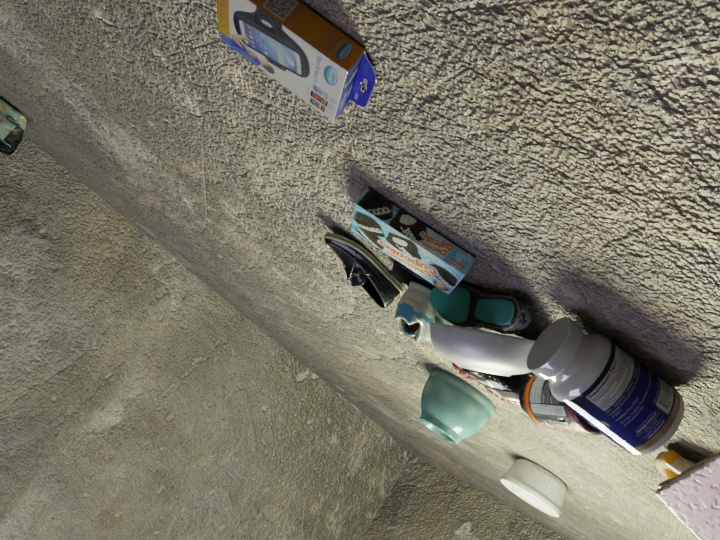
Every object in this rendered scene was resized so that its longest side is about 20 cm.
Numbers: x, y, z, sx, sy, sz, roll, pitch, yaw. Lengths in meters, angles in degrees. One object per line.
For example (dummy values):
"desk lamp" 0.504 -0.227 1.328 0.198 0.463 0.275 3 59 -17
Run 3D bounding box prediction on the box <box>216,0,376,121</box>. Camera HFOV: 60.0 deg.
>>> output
"box" -0.075 -0.253 0.716 0.200 0.041 0.119 38 164 1

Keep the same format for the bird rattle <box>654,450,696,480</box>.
"bird rattle" 0.597 0.375 1.092 0.163 0.113 0.200 40 -179 28

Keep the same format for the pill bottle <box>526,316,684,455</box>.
"pill bottle" 0.347 0.162 0.896 0.200 0.116 0.116 37 164 -2

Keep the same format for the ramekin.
"ramekin" 0.547 0.672 1.951 0.202 0.094 0.202 32 164 10

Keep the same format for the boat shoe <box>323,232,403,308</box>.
"boat shoe" 0.000 0.000 1.231 0.200 0.062 0.075 43 164 -19

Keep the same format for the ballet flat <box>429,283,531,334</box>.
"ballet flat" 0.198 0.066 1.022 0.072 0.072 0.200 45 162 -30

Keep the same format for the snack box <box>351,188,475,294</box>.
"snack box" 0.078 -0.043 0.996 0.200 0.037 0.116 34 164 6

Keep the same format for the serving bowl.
"serving bowl" 0.210 0.136 1.037 0.200 0.066 0.200 10 175 1

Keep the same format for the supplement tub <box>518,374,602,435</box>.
"supplement tub" 0.351 0.221 1.070 0.107 0.107 0.200 37 164 -5

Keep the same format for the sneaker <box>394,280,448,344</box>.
"sneaker" 0.111 0.098 1.180 0.076 0.081 0.200 23 160 30

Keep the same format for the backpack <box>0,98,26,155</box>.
"backpack" -1.267 -0.515 2.153 0.200 0.154 0.176 32 164 -25

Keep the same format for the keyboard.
"keyboard" 0.142 0.050 1.162 0.200 0.021 0.127 34 163 8

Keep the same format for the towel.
"towel" 0.576 0.357 0.921 0.191 0.032 0.200 45 136 14

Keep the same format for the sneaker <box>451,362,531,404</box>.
"sneaker" 0.264 0.200 1.242 0.200 0.071 0.098 27 164 30

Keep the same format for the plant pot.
"plant pot" 0.241 0.377 1.669 0.200 0.134 0.200 32 163 11
